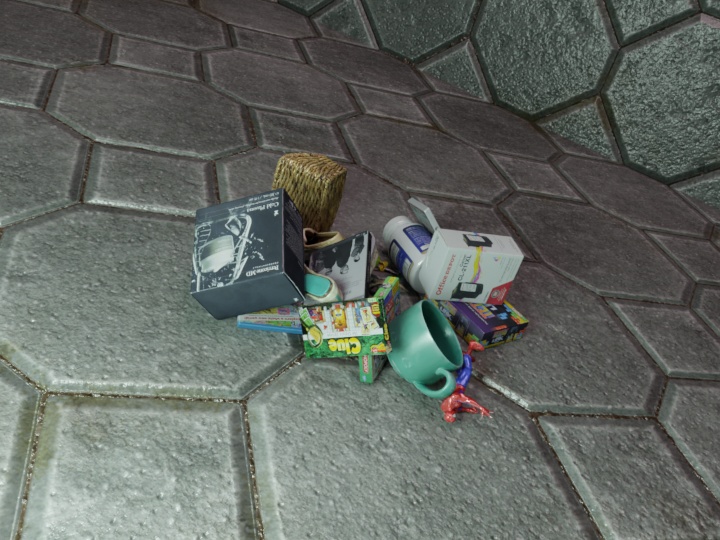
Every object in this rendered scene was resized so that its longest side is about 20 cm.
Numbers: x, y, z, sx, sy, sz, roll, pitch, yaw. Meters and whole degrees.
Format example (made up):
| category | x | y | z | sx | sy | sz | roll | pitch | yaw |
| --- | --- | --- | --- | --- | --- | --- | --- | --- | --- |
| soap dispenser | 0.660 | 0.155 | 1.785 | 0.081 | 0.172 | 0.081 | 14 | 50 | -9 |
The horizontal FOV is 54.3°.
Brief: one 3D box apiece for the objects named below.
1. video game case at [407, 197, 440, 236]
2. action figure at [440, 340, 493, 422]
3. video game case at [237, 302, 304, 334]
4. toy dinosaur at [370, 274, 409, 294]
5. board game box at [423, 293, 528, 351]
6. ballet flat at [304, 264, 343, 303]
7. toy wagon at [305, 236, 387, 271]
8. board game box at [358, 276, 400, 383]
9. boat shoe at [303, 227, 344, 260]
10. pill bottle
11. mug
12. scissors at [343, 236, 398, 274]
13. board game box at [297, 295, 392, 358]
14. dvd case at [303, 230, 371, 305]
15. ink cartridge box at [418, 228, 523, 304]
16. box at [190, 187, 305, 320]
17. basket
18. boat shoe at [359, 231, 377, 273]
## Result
| category | x | y | z | sx | sy | sz | roll | pitch | yaw |
| --- | --- | --- | --- | --- | --- | --- | --- | --- | --- |
| video game case | 0.191 | -0.085 | 1.777 | 0.017 | 0.202 | 0.143 | -32 | 20 | -3 |
| action figure | 0.222 | 0.238 | 1.392 | 0.098 | 0.066 | 0.201 | 31 | 42 | 5 |
| video game case | -0.185 | 0.033 | 1.473 | 0.141 | 0.018 | 0.203 | 8 | 56 | -19 |
| toy dinosaur | 0.030 | 0.034 | 1.646 | 0.197 | 0.048 | 0.088 | 16 | 24 | -11 |
| board game box | 0.274 | 0.094 | 1.672 | 0.163 | 0.057 | 0.200 | -8 | 40 | -39 |
| ballet flat | -0.110 | 0.028 | 1.433 | 0.199 | 0.068 | 0.062 | 29 | -10 | 44 |
| toy wagon | -0.030 | -0.032 | 1.655 | 0.197 | 0.040 | 0.155 | 5 | 33 | 26 |
| board game box | 0.041 | 0.116 | 1.429 | 0.029 | 0.137 | 0.200 | 6 | 27 | 19 |
| boat shoe | -0.118 | -0.065 | 1.626 | 0.197 | 0.070 | 0.074 | 1 | 34 | 28 |
| pill bottle | 0.135 | -0.047 | 1.755 | 0.118 | 0.121 | 0.201 | 0 | 35 | -28 |
| mug | 0.117 | 0.159 | 1.392 | 0.153 | 0.114 | 0.186 | 52 | 21 | -14 |
| scissors | 0.001 | -0.031 | 1.765 | 0.199 | 0.014 | 0.073 | 35 | 32 | 23 |
| board game box | -0.032 | 0.110 | 1.329 | 0.197 | 0.107 | 0.023 | -9 | 4 | 37 |
| dvd case | -0.048 | 0.012 | 1.476 | 0.148 | 0.025 | 0.202 | -19 | 41 | 21 |
| ink cartridge box | 0.252 | -0.006 | 1.622 | 0.196 | 0.148 | 0.083 | 5 | 35 | -20 |
| box | -0.219 | -0.031 | 1.392 | 0.196 | 0.124 | 0.200 | -13 | 59 | 12 |
| basket | -0.133 | -0.191 | 1.755 | 0.147 | 0.203 | 0.143 | 25 | 32 | 13 |
| boat shoe | 0.000 | 0.000 | 1.530 | 0.071 | 0.062 | 0.202 | -8 | 40 | 32 |
